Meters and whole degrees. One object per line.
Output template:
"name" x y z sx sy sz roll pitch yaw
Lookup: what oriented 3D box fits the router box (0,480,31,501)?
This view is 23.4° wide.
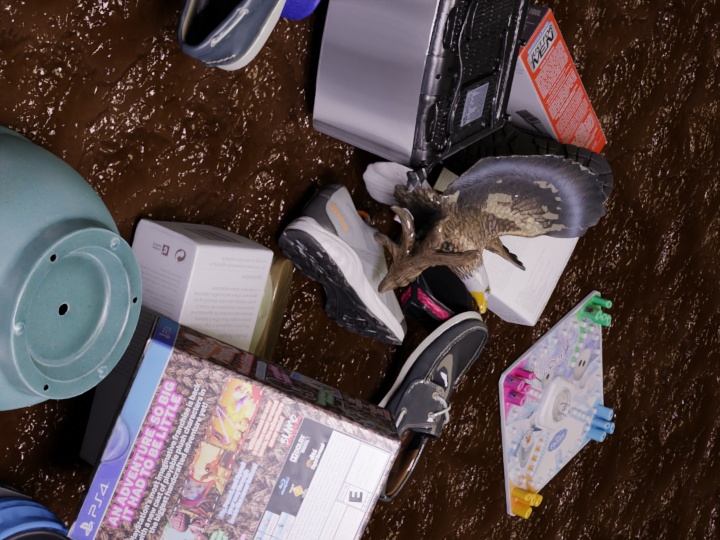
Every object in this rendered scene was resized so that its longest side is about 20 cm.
"router box" -0.336 0.201 1.203 0.200 0.052 0.158 30 81 -55

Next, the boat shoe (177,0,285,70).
"boat shoe" -0.075 -0.242 1.263 0.201 0.075 0.062 -59 158 10

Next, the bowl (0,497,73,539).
"bowl" -0.268 0.263 1.248 0.200 0.039 0.202 -34 134 -44

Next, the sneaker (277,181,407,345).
"sneaker" 0.000 0.000 1.557 0.080 0.074 0.200 -60 145 -23

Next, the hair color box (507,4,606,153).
"hair color box" 0.148 -0.171 1.643 0.064 0.111 0.200 -57 143 -20

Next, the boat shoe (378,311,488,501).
"boat shoe" 0.063 0.129 1.658 0.200 0.068 0.072 -53 142 9

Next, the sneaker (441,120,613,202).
"sneaker" 0.130 -0.095 1.631 0.088 0.199 0.076 130 -17 -71

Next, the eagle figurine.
"eagle figurine" 0.100 -0.038 1.540 0.200 0.151 0.152 -30 138 -42

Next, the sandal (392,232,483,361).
"sandal" 0.073 0.038 1.673 0.045 0.075 0.200 -54 145 -24

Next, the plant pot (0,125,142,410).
"plant pot" -0.234 0.012 1.182 0.200 0.134 0.201 -29 129 -44

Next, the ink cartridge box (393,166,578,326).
"ink cartridge box" 0.114 -0.043 1.693 0.200 0.050 0.109 35 76 -28

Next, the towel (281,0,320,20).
"towel" -0.077 -0.280 1.332 0.200 0.049 0.148 10 97 -55

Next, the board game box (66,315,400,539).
"board game box" -0.092 0.150 1.293 0.097 0.199 0.160 -107 -139 -81

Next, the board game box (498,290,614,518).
"board game box" 0.229 0.154 1.986 0.200 0.026 0.201 -37 134 -38

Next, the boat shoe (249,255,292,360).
"boat shoe" -0.111 0.077 1.460 0.073 0.063 0.202 -48 155 -71

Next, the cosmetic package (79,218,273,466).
"cosmetic package" -0.146 0.066 1.386 0.101 0.074 0.201 6 103 -55

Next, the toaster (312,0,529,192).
"toaster" 0.055 -0.190 1.465 0.200 0.118 0.182 -33 137 -56
